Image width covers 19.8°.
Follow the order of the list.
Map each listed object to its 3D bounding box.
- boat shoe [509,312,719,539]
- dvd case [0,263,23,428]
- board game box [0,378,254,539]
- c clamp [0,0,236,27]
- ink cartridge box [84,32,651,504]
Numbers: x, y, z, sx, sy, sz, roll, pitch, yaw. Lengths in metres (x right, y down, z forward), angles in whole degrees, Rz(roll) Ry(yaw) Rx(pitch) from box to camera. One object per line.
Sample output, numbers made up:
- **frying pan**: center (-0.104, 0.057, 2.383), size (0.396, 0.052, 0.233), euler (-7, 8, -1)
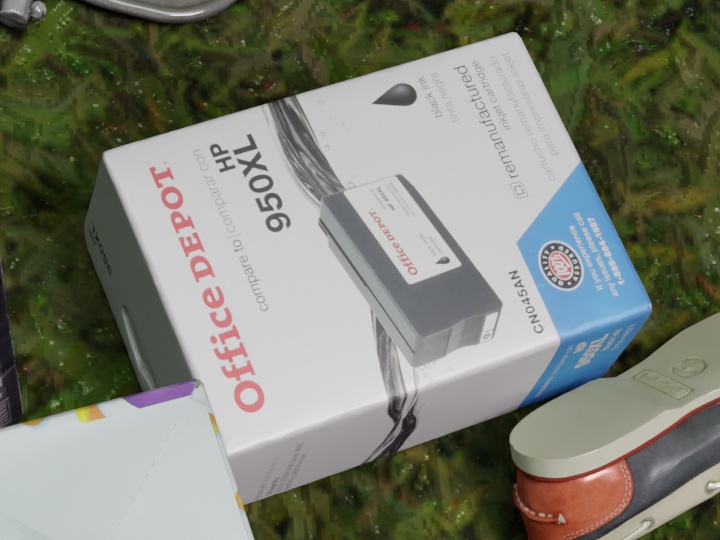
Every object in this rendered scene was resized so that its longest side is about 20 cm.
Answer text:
- **boat shoe**: center (0.153, 0.068, 0.903), size (0.199, 0.071, 0.063), euler (-23, 115, -24)
- **dvd case**: center (-0.212, 0.073, 0.766), size (0.200, 0.149, 0.016), euler (-39, 68, -25)
- **board game box**: center (-0.102, 0.130, 0.736), size (0.104, 0.200, 0.103), euler (-13, 70, -17)
- **c clamp**: center (-0.123, -0.194, 0.974), size (0.170, 0.027, 0.201), euler (16, 64, -5)
- **ink cartridge box**: center (0.000, 0.000, 0.883), size (0.199, 0.084, 0.145), euler (-18, 71, -19)
